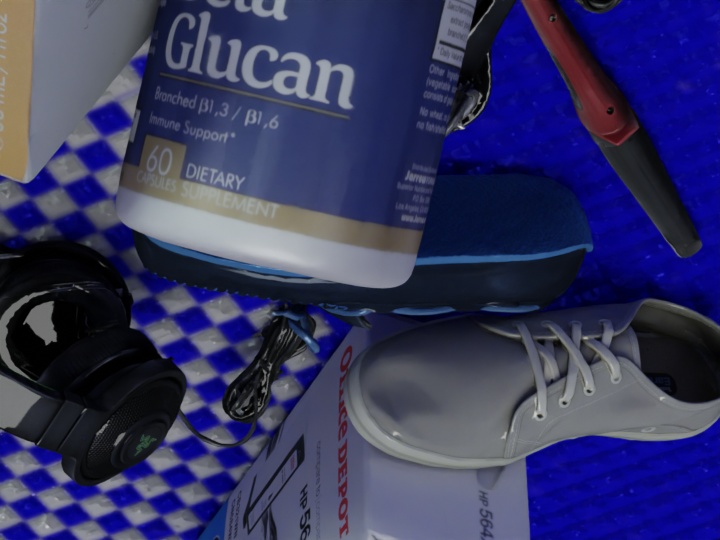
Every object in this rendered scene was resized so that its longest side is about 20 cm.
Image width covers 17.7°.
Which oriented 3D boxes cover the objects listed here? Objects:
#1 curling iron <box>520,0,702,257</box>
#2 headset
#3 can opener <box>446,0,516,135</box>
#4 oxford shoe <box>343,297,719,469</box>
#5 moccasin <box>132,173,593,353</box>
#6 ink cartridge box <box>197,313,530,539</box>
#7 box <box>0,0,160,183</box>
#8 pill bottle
[{"bbox_3d":[0.112,-0.070,0.976,0.050,0.026,0.200,-14,134,15],"label":"curling iron"},{"bbox_3d":[-0.113,0.029,1.012,0.200,0.124,0.094,22,112,-41],"label":"headset"},{"bbox_3d":[0.046,-0.121,0.885,0.079,0.063,0.200,43,119,8],"label":"can opener"},{"bbox_3d":[0.086,0.045,1.038,0.200,0.075,0.058,-1,154,-25],"label":"oxford shoe"},{"bbox_3d":[0.000,0.000,1.004,0.200,0.081,0.068,6,139,-7],"label":"moccasin"},{"bbox_3d":[-0.006,0.137,1.093,0.084,0.146,0.200,19,130,-18],"label":"ink cartridge box"},{"bbox_3d":[-0.173,-0.146,0.782,0.200,0.106,0.152,20,135,11],"label":"box"},{"bbox_3d":[-0.014,-0.102,0.824,0.111,0.111,0.200,12,94,-14],"label":"pill bottle"}]
